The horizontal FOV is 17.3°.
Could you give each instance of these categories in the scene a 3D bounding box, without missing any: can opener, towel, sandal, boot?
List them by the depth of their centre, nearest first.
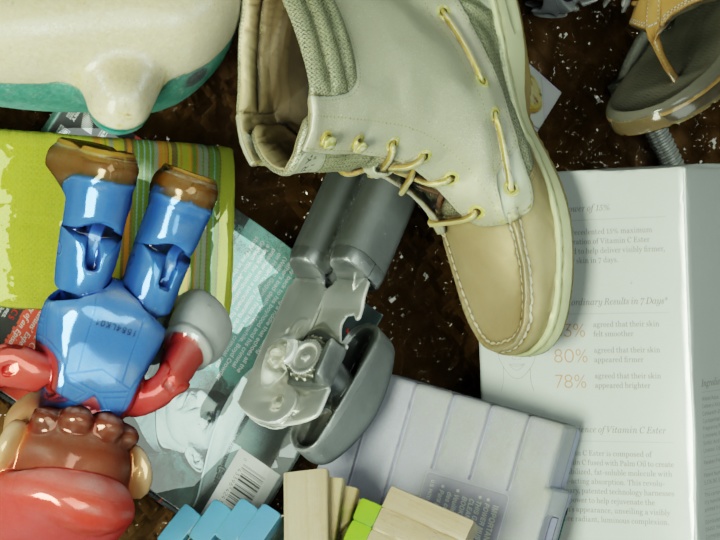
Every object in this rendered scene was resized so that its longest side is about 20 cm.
[{"bbox_3d":[0.020,-0.049,1.121,0.154,0.072,0.201,-10,88,-43],"label":"boot"},{"bbox_3d":[-0.155,-0.024,1.131,0.199,0.018,0.087,4,84,-22],"label":"towel"},{"bbox_3d":[0.000,0.000,1.185,0.067,0.053,0.201,47,57,-41],"label":"can opener"},{"bbox_3d":[0.179,-0.143,1.235,0.055,0.082,0.200,49,59,-21],"label":"sandal"}]

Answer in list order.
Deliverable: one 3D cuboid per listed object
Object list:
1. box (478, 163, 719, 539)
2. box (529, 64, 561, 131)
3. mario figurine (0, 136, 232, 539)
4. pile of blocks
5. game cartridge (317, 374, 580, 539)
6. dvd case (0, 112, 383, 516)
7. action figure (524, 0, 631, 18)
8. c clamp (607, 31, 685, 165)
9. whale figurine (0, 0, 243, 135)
[{"bbox_3d":[0.136,0.049,1.201,0.097,0.124,0.201,-3,91,-54],"label":"box"},{"bbox_3d":[0.018,-0.132,1.201,0.200,0.039,0.042,39,73,-25],"label":"box"},{"bbox_3d":[-0.136,0.041,1.108,0.123,0.106,0.201,17,91,12],"label":"mario figurine"},{"bbox_3d":[-0.036,0.146,1.154,0.199,0.062,0.083,-4,67,14],"label":"pile of blocks"},{"bbox_3d":[0.026,0.158,1.172,0.129,0.038,0.201,15,87,21],"label":"game cartridge"},{"bbox_3d":[-0.102,0.027,1.171,0.200,0.022,0.146,35,77,-18],"label":"dvd case"},{"bbox_3d":[0.085,-0.204,1.231,0.199,0.069,0.131,8,80,-26],"label":"action figure"},{"bbox_3d":[0.196,-0.054,1.294,0.170,0.027,0.201,-25,98,-22],"label":"c clamp"},{"bbox_3d":[-0.150,-0.113,1.099,0.199,0.104,0.159,-28,67,-27],"label":"whale figurine"}]
